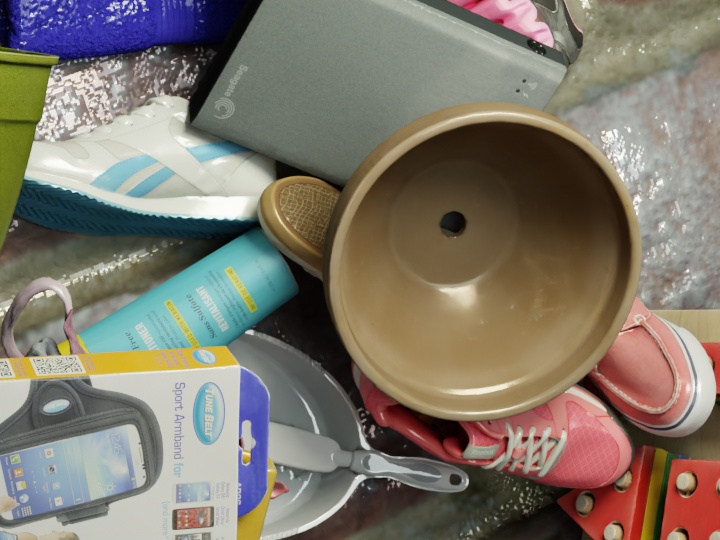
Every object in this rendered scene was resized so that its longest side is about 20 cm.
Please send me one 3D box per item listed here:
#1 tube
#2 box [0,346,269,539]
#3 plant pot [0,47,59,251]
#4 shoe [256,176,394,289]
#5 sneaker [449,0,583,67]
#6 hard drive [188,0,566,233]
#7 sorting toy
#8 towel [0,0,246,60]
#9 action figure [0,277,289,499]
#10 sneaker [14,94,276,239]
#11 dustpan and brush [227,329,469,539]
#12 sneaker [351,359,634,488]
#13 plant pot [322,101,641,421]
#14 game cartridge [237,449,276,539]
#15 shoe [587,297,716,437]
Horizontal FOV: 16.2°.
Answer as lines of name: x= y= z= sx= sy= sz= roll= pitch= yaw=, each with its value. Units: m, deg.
tube: x=-0.134 y=0.048 z=1.613 sx=0.199 sy=0.050 sz=0.078 roll=-35 pitch=95 yaw=-10
box: x=-0.145 y=0.108 z=1.418 sx=0.198 sy=0.041 sz=0.120 roll=-3 pitch=108 yaw=-14
plant pot: x=-0.286 y=-0.041 z=1.485 sx=0.199 sy=0.200 sz=0.195 roll=4 pitch=96 yaw=-25
shoe: x=0.000 y=0.000 z=1.654 sx=0.199 sy=0.053 sz=0.070 roll=28 pitch=43 yaw=-39
sneaker: x=0.094 y=-0.215 z=1.746 sx=0.095 sy=0.079 sz=0.201 roll=-34 pitch=102 yaw=-47
hard drive: x=0.010 y=-0.116 z=1.596 sx=0.199 sy=0.033 sz=0.140 roll=21 pitch=121 yaw=-20
sorting toy: x=0.216 y=0.120 z=1.689 sx=0.069 sy=0.198 sz=0.202 roll=18 pitch=78 yaw=-39
towel: x=-0.144 y=-0.215 z=1.632 sx=0.199 sy=0.049 sz=0.149 roll=-9 pitch=89 yaw=-26
action figure: x=-0.138 y=0.114 z=1.572 sx=0.199 sy=0.134 sz=0.150 roll=16 pitch=41 yaw=-33
sneaker: x=-0.146 y=-0.068 z=1.611 sx=0.199 sy=0.076 sz=0.082 roll=4 pitch=77 yaw=-32
dustpan and brush: x=-0.026 y=0.119 z=1.654 sx=0.199 sy=0.057 sz=0.141 roll=14 pitch=79 yaw=-24
sneaker: x=0.084 y=0.107 z=1.642 sx=0.199 sy=0.087 sz=0.074 roll=21 pitch=115 yaw=-10
plant pot: x=0.068 y=-0.015 z=1.583 sx=0.199 sy=0.093 sz=0.203 roll=-4 pitch=110 yaw=-12
game cartridge: x=-0.156 y=0.189 z=1.479 sx=0.175 sy=0.032 sz=0.202 roll=11 pitch=105 yaw=-20
shoe: x=0.148 y=0.035 z=1.674 sx=0.091 sy=0.200 sz=0.072 roll=20 pitch=111 yaw=-40
